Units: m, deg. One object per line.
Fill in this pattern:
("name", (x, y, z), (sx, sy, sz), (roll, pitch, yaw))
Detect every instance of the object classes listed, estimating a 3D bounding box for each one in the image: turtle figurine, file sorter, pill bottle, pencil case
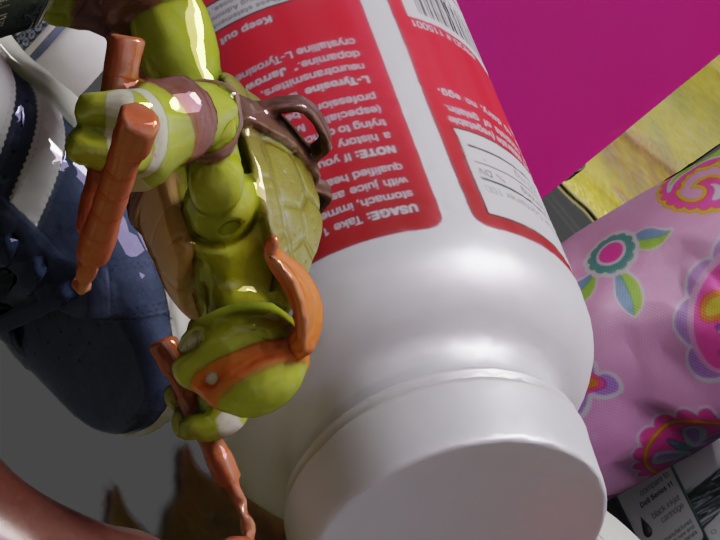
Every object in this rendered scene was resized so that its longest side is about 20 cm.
("turtle figurine", (-0.040, -0.031, 0.667), (0.200, 0.064, 0.162), (76, -3, -61))
("file sorter", (0.037, -0.113, 0.958), (0.139, 0.200, 0.126), (48, 9, -16))
("pill bottle", (0.000, 0.000, 0.807), (0.112, 0.112, 0.201), (32, 28, -43))
("pencil case", (0.104, 0.014, 0.935), (0.088, 0.199, 0.087), (57, 5, -7))

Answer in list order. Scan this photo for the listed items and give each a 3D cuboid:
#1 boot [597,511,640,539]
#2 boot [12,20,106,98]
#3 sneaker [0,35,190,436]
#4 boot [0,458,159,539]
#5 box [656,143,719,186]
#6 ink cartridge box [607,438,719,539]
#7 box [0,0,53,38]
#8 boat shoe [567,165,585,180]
("boot", (0.044, 0.121, 0.786), (0.199, 0.073, 0.144), (35, 20, 19))
("boot", (-0.111, -0.110, 0.847), (0.090, 0.073, 0.200), (41, 12, -18))
("sneaker", (-0.120, -0.030, 0.742), (0.201, 0.075, 0.084), (56, 41, -8))
("boot", (-0.118, -0.007, 0.671), (0.187, 0.068, 0.201), (14, 59, -40))
("box", (0.242, 0.003, 1.011), (0.201, 0.198, 0.123), (59, 26, 9))
("ink cartridge box", (0.144, 0.116, 1.032), (0.146, 0.083, 0.201), (17, 45, -55))
("box", (-0.181, -0.101, 0.593), (0.199, 0.046, 0.160), (-19, 74, -26))
("boat shoe", (0.054, -0.136, 1.202), (0.201, 0.068, 0.075), (60, 24, 8))
